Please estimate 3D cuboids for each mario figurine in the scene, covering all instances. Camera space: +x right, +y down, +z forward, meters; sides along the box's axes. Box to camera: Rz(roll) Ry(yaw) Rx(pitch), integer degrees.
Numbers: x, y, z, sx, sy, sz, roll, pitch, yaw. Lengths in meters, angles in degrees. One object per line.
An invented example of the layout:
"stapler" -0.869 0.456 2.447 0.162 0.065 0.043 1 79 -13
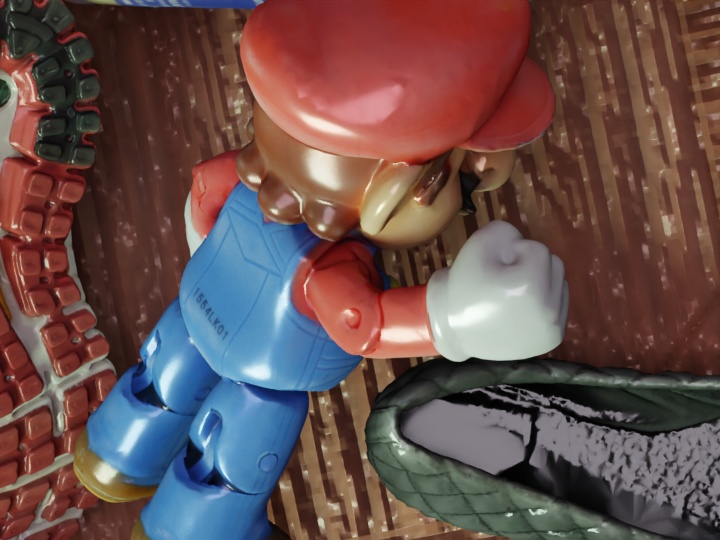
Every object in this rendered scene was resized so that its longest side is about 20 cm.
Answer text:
"mario figurine" 0.000 0.000 0.761 0.123 0.106 0.201 34 118 8

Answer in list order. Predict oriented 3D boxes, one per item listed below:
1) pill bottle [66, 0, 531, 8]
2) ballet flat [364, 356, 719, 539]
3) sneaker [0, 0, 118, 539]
"pill bottle" 0.007 -0.135 0.774 0.198 0.120 0.121 1 91 8
"ballet flat" 0.099 0.060 0.793 0.198 0.057 0.067 2 88 4
"sneaker" -0.119 0.004 0.824 0.077 0.082 0.201 -2 107 -27
